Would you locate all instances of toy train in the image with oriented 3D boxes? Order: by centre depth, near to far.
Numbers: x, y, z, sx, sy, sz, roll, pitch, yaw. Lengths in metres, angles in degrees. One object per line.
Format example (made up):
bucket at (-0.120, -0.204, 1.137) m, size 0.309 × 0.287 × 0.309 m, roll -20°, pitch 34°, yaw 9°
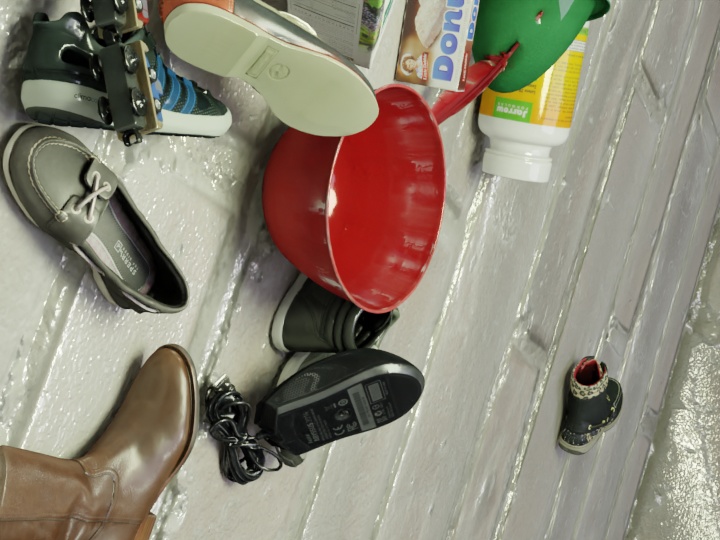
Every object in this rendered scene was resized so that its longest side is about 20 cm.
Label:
toy train at (-0.156, -0.173, 0.780) m, size 0.046 × 0.034 × 0.201 m, roll 16°, pitch 62°, yaw -70°

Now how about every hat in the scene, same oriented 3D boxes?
hat at (0.166, -0.200, 1.321) m, size 0.165 × 0.200 × 0.177 m, roll 9°, pitch 83°, yaw -55°

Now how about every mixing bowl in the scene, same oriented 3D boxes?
mixing bowl at (-0.016, -0.069, 1.095) m, size 0.200 × 0.108 × 0.201 m, roll -22°, pitch 116°, yaw -54°

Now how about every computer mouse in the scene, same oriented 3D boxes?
computer mouse at (-0.041, 0.115, 1.125) m, size 0.139 × 0.199 × 0.053 m, roll 80°, pitch -9°, yaw -46°

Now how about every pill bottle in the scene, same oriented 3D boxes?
pill bottle at (0.201, -0.211, 1.469) m, size 0.111 × 0.111 × 0.201 m, roll -11°, pitch 113°, yaw -62°

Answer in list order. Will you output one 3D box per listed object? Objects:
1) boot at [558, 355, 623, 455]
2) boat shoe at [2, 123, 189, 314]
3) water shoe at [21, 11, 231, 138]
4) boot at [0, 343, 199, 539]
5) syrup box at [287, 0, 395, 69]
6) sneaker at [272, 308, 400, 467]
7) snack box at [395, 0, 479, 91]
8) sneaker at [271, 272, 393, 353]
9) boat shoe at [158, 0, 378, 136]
boot at (0.412, 0.209, 2.140) m, size 0.204 × 0.073 × 0.154 m, roll -41°, pitch 142°, yaw -45°
boat shoe at (-0.176, -0.032, 0.864) m, size 0.067 × 0.057 × 0.200 m, roll -63°, pitch 152°, yaw -24°
water shoe at (-0.150, -0.134, 0.851) m, size 0.200 × 0.071 × 0.079 m, roll -6°, pitch 101°, yaw -65°
boot at (-0.208, 0.132, 0.890) m, size 0.200 × 0.064 × 0.187 m, roll 21°, pitch 81°, yaw -59°
syrup box at (-0.010, -0.240, 0.981) m, size 0.200 × 0.081 × 0.079 m, roll 98°, pitch 12°, yaw -79°
sneaker at (-0.027, 0.101, 1.209) m, size 0.200 × 0.079 × 0.074 m, roll -64°, pitch 154°, yaw -20°
snack box at (0.086, -0.286, 1.244) m, size 0.024 × 0.072 × 0.201 m, roll -14°, pitch 115°, yaw -63°
sneaker at (0.000, 0.000, 1.187) m, size 0.200 × 0.099 × 0.071 m, roll -65°, pitch 151°, yaw -23°
boat shoe at (-0.066, -0.165, 0.936) m, size 0.200 × 0.071 × 0.063 m, roll 23°, pitch 38°, yaw -36°
